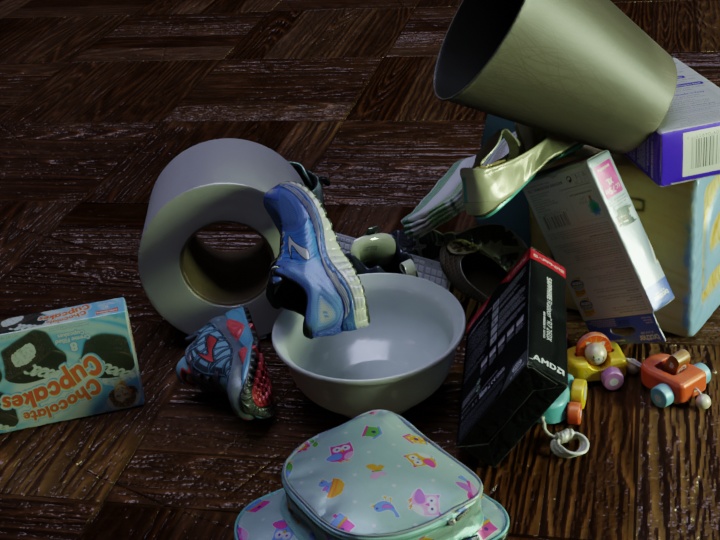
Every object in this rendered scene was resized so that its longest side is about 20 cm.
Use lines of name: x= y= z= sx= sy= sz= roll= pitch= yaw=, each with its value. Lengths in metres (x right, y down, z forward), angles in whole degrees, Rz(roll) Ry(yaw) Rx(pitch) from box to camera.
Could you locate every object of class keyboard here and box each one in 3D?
keyboard: x=0.027 y=-0.001 z=1.454 sx=0.199 sy=0.057 sz=0.011 roll=17 pitch=6 yaw=37

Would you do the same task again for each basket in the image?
basket: x=0.201 y=-0.207 z=1.175 sx=0.199 sy=0.181 sz=0.136 roll=23 pitch=21 yaw=-23

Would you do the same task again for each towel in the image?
towel: x=0.138 y=-0.117 z=1.376 sx=0.149 sy=0.031 sz=0.200 roll=-50 pitch=10 yaw=-33

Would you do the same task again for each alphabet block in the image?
alphabet block: x=0.322 y=-0.067 z=1.368 sx=0.198 sy=0.198 sz=0.195 roll=13 pitch=31 yaw=33

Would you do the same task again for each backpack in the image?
backpack: x=0.001 y=0.218 z=0.943 sx=0.199 sy=0.154 sz=0.175 roll=-29 pitch=40 yaw=-25

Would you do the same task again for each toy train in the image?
toy train: x=0.248 y=0.109 z=1.199 sx=0.199 sy=0.056 sz=0.150 roll=-20 pitch=30 yaw=-26

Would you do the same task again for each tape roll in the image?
tape roll: x=-0.154 y=-0.036 z=1.396 sx=0.200 sy=0.205 sz=0.140 roll=-7 pitch=28 yaw=-2

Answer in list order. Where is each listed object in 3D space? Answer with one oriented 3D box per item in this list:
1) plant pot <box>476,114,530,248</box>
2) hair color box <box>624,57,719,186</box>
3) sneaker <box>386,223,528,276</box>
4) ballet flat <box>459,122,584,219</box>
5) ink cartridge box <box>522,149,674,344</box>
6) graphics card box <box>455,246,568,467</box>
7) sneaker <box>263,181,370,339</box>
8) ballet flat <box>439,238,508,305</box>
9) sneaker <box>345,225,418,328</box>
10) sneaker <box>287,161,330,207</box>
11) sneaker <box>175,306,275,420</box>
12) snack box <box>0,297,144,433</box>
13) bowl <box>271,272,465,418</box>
plant pot: x=0.237 y=-0.147 z=1.531 sx=0.140 sy=0.202 sz=0.141 roll=-19 pitch=30 yaw=-22
hair color box: x=0.326 y=-0.161 z=1.268 sx=0.108 sy=0.065 sz=0.200 roll=-11 pitch=30 yaw=-7
sneaker: x=0.108 y=-0.011 z=1.459 sx=0.198 sy=0.078 sz=0.080 roll=-2 pitch=-6 yaw=21
ballet flat: x=0.171 y=-0.125 z=1.235 sx=0.069 sy=0.070 sz=0.200 roll=19 pitch=43 yaw=39
ink cartridge box: x=0.252 y=-0.019 z=1.251 sx=0.042 sy=0.202 sz=0.119 roll=-27 pitch=6 yaw=-27
graphics card box: x=0.150 y=0.082 z=1.178 sx=0.051 sy=0.126 sz=0.201 roll=30 pitch=31 yaw=-10
sneaker: x=-0.065 y=-0.012 z=1.231 sx=0.088 sy=0.079 sz=0.201 roll=-21 pitch=51 yaw=-10
ballet flat: x=0.153 y=0.022 z=1.335 sx=0.067 sy=0.047 sz=0.200 roll=-17 pitch=47 yaw=-21
sneaker: x=0.000 y=0.000 z=1.373 sx=0.079 sy=0.131 sz=0.199 roll=-20 pitch=31 yaw=-30
sneaker: x=-0.082 y=-0.101 z=1.596 sx=0.073 sy=0.119 sz=0.201 roll=-14 pitch=27 yaw=-13
sneaker: x=-0.146 y=0.111 z=1.269 sx=0.095 sy=0.080 sz=0.200 roll=-19 pitch=20 yaw=-4
snack box: x=-0.335 y=0.104 z=1.256 sx=0.198 sy=0.117 sz=0.037 roll=-11 pitch=28 yaw=-9
bowl: x=0.012 y=0.091 z=1.236 sx=0.199 sy=0.091 sz=0.202 roll=-5 pitch=30 yaw=3
